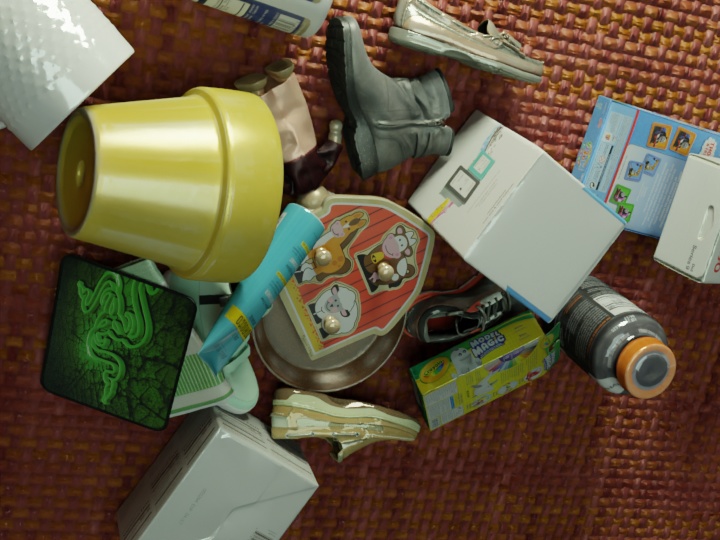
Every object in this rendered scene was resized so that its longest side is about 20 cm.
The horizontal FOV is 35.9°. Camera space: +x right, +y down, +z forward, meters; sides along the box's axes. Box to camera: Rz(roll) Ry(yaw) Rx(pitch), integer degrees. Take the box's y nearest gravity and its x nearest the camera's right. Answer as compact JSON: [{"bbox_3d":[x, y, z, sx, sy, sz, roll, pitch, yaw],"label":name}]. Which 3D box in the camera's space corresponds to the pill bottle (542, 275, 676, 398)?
[{"bbox_3d":[0.316,0.087,1.400,0.104,0.200,0.108,-6,111,-15],"label":"pill bottle"}]

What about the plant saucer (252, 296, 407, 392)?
[{"bbox_3d":[-0.040,0.051,1.363,0.197,0.035,0.204,-6,111,-15],"label":"plant saucer"}]

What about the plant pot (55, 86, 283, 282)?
[{"bbox_3d":[-0.205,-0.093,1.146,0.186,0.200,0.204,3,109,-32],"label":"plant pot"}]

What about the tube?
[{"bbox_3d":[-0.112,0.020,1.209,0.201,0.050,0.078,-57,156,-16],"label":"tube"}]

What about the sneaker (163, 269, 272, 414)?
[{"bbox_3d":[-0.144,0.082,1.289,0.117,0.074,0.203,-8,119,33],"label":"sneaker"}]

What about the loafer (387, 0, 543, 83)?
[{"bbox_3d":[0.130,-0.269,1.286,0.197,0.072,0.064,12,98,-19],"label":"loafer"}]

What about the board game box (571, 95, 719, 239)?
[{"bbox_3d":[0.369,-0.125,1.432,0.197,0.037,0.154,13,105,-21],"label":"board game box"}]

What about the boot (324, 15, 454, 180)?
[{"bbox_3d":[0.037,-0.212,1.281,0.130,0.070,0.203,-20,126,-12],"label":"boot"}]

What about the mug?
[{"bbox_3d":[-0.355,-0.222,1.112,0.199,0.148,0.176,-34,108,29],"label":"mug"}]

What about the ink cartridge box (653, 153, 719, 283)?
[{"bbox_3d":[0.488,-0.062,1.435,0.198,0.087,0.148,1,110,-40],"label":"ink cartridge box"}]

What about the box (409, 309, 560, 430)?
[{"bbox_3d":[0.163,0.122,1.415,0.197,0.049,0.118,-23,149,-5],"label":"box"}]

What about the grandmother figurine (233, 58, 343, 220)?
[{"bbox_3d":[-0.071,-0.137,1.274,0.120,0.061,0.203,-23,117,-10],"label":"grandmother figurine"}]

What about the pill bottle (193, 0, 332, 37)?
[{"bbox_3d":[-0.127,-0.325,1.155,0.197,0.111,0.113,14,105,-22],"label":"pill bottle"}]

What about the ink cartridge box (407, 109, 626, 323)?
[{"bbox_3d":[0.176,-0.068,1.298,0.146,0.200,0.147,34,98,-25],"label":"ink cartridge box"}]

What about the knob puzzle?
[{"bbox_3d":[0.000,0.000,1.307,0.216,0.031,0.223,-7,117,-13],"label":"knob puzzle"}]

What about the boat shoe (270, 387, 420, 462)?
[{"bbox_3d":[-0.021,0.202,1.394,0.197,0.072,0.078,12,76,-15],"label":"boat shoe"}]

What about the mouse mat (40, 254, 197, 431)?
[{"bbox_3d":[-0.276,0.086,1.254,0.158,0.008,0.202,19,121,-1],"label":"mouse mat"}]

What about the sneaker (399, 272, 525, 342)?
[{"bbox_3d":[0.150,0.053,1.398,0.197,0.082,0.078,-20,114,-10],"label":"sneaker"}]

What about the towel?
[{"bbox_3d":[-0.246,0.084,1.272,0.150,0.024,0.202,-16,116,27],"label":"towel"}]

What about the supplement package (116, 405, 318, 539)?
[{"bbox_3d":[-0.177,0.281,1.358,0.155,0.111,0.201,34,97,-25],"label":"supplement package"}]
